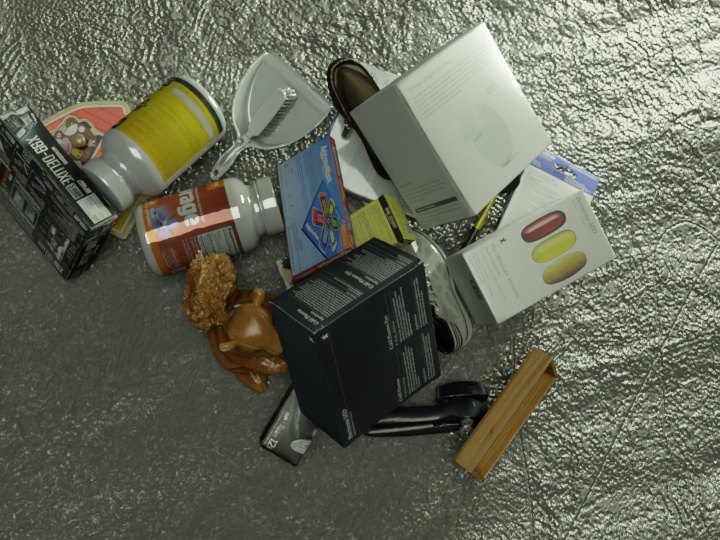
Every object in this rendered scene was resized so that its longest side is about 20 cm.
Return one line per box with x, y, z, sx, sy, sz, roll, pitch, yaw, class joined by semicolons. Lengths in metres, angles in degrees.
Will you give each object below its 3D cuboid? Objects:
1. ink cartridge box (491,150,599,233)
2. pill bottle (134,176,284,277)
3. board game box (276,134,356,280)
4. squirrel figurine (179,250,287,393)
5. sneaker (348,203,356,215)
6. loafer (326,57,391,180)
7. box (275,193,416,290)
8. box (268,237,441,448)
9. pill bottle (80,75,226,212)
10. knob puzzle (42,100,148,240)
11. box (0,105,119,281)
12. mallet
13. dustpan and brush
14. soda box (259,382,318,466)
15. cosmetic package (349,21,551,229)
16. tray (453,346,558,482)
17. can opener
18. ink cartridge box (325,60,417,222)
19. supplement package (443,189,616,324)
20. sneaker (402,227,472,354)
0.278;-0.077;1.189;0.119;0.042;0.201;26;86;-3;ink cartridge box
-0.217;-0.070;1.116;0.198;0.112;0.113;-17;86;-6;pill bottle
-0.067;-0.093;1.107;0.102;0.019;0.201;-27;55;25;board game box
-0.174;0.070;1.068;0.199;0.187;0.142;37;83;-1;squirrel figurine
0.000;0.000;1.147;0.079;0.071;0.201;-25;83;-2;sneaker
0.017;-0.233;1.129;0.073;0.071;0.201;-31;86;-6;loafer
-0.023;-0.027;1.101;0.199;0.050;0.076;-31;73;21;box
-0.002;0.092;1.013;0.182;0.104;0.201;-32;128;-28;box
-0.296;-0.179;1.096;0.112;0.112;0.200;42;67;0;pill bottle
-0.404;-0.170;1.153;0.218;0.030;0.222;0;85;-4;knob puzzle
-0.443;-0.104;1.083;0.200;0.158;0.050;49;47;2;box
0.181;-0.072;1.188;0.041;0.066;0.201;29;98;-7;mallet
-0.156;-0.215;1.158;0.139;0.057;0.200;42;103;5;dustpan and brush
-0.071;0.180;1.124;0.063;0.071;0.201;31;83;-6;soda box
0.128;-0.201;1.075;0.199;0.123;0.201;-41;106;-30;cosmetic package
0.216;0.213;1.127;0.037;0.099;0.201;33;82;28;tray
0.098;0.221;1.147;0.198;0.079;0.064;-11;124;-2;can opener
0.050;-0.195;1.183;0.199;0.041;0.201;23;83;-1;ink cartridge box
0.241;-0.017;1.105;0.199;0.110;0.114;-29;91;-8;supplement package
0.100;0.029;1.121;0.075;0.115;0.202;-28;88;17;sneaker
